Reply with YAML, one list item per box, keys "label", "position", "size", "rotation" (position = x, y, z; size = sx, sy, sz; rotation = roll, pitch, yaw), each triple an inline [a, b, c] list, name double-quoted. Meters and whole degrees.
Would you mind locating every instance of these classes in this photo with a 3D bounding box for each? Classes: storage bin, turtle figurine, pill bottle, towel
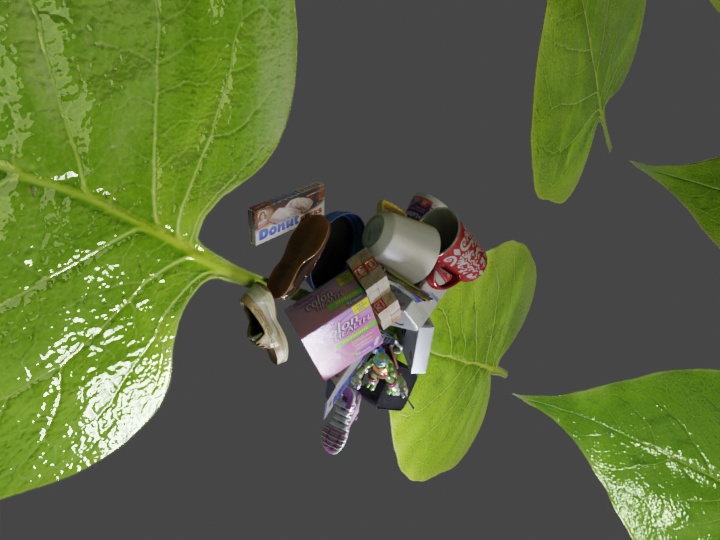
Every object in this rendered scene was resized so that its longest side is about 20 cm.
- label: "storage bin"
  position: [0.083, 0.344, 1.677]
  size: [0.199, 0.093, 0.138]
  rotation: [27, 87, -57]
- label: "turtle figurine"
  position: [0.050, 0.310, 1.465]
  size: [0.141, 0.204, 0.195]
  rotation: [-18, 157, -2]
- label: "pill bottle"
  position: [0.151, -0.097, 1.479]
  size: [0.203, 0.110, 0.111]
  rotation: [-62, 147, -7]
- label: "towel"
  position: [0.099, 0.038, 1.338]
  size: [0.023, 0.142, 0.200]
  rotation: [-59, -178, -5]

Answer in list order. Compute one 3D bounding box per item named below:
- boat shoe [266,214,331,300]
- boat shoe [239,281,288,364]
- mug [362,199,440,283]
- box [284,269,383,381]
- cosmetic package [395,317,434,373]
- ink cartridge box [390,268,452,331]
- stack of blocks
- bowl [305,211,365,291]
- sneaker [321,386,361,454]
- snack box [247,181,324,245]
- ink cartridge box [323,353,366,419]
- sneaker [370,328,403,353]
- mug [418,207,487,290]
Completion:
- label: "boat shoe"
  position: [-0.127, -0.027, 1.153]
  size: [0.201, 0.070, 0.070]
  rotation: [-53, 164, 4]
- label: "boat shoe"
  position: [-0.205, 0.121, 1.141]
  size: [0.066, 0.073, 0.204]
  rotation: [-35, 127, -33]
- label: "mug"
  position: [0.078, -0.072, 1.309]
  size: [0.151, 0.186, 0.152]
  rotation: [23, 100, -32]
- label: "box"
  position: [-0.057, 0.131, 1.274]
  size: [0.174, 0.097, 0.202]
  rotation: [-31, 140, -10]
- label: "cosmetic package"
  position: [0.155, 0.177, 1.597]
  size: [0.050, 0.201, 0.154]
  rotation: [0, 116, -10]
- label: "ink cartridge box"
  position: [0.152, 0.057, 1.532]
  size: [0.201, 0.144, 0.083]
  rotation: [-52, 120, -22]
- label: "stack of blocks"
  position: [0.034, 0.046, 1.274]
  size: [0.058, 0.116, 0.201]
  rotation: [-33, 155, -6]
- label: "bowl"
  position: [-0.061, -0.041, 1.271]
  size: [0.199, 0.039, 0.205]
  rotation: [-34, 136, -41]
- label: "sneaker"
  position: [-0.046, 0.422, 1.557]
  size: [0.088, 0.079, 0.205]
  rotation: [4, 106, -64]
- label: "snack box"
  position: [-0.146, -0.119, 1.111]
  size: [0.199, 0.024, 0.073]
  rotation: [-31, 135, -43]
- label: "ink cartridge box"
  position: [-0.050, 0.273, 1.420]
  size: [0.201, 0.047, 0.199]
  rotation: [-51, 168, -25]
- label: "sneaker"
  position: [0.054, 0.200, 1.559]
  size: [0.198, 0.076, 0.077]
  rotation: [13, 102, -56]
- label: "mug"
  position: [0.226, -0.040, 1.416]
  size: [0.179, 0.133, 0.199]
  rotation: [-52, 137, 6]
